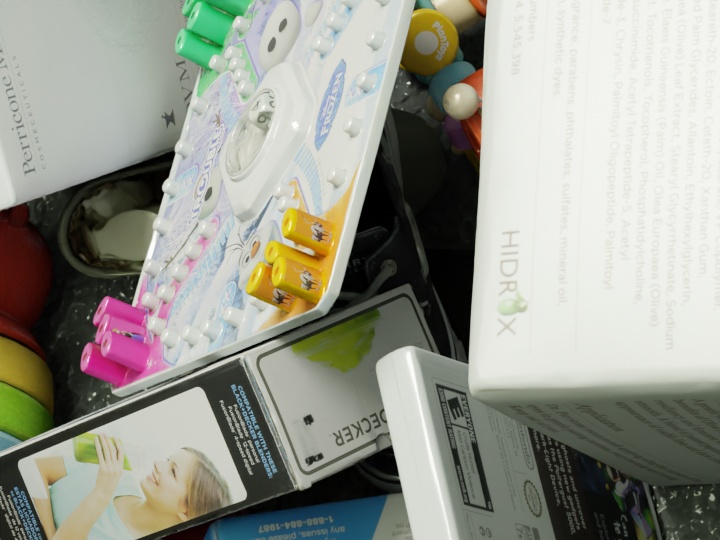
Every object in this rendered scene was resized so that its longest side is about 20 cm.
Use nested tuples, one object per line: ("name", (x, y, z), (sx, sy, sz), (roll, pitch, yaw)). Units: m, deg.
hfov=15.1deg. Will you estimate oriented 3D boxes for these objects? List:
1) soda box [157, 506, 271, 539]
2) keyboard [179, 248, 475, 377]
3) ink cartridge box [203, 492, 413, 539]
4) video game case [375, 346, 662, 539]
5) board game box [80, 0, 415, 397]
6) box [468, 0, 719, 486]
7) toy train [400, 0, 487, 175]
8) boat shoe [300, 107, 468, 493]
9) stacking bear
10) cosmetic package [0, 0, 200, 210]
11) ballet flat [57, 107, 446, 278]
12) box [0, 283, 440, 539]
("soda box", (-0.045, 0.211, 1.214), (0.063, 0.070, 0.200), (-19, 67, 26))
("keyboard", (0.013, 0.043, 1.250), (0.199, 0.040, 0.104), (2, 80, 17))
("ink cartridge box", (0.020, 0.199, 1.134), (0.146, 0.086, 0.200), (-7, 69, -15))
("video game case", (0.082, 0.140, 1.099), (0.023, 0.182, 0.200), (-25, 65, 28))
("board game box", (-0.046, -0.058, 1.151), (0.200, 0.026, 0.200), (-23, 48, 57))
("box", (0.162, -0.026, 1.092), (0.171, 0.199, 0.201), (-3, 74, 27))
("toy train", (0.049, -0.096, 1.211), (0.056, 0.150, 0.200), (-31, 58, 0))
("boat shoe", (0.000, 0.000, 1.203), (0.072, 0.068, 0.201), (-12, 78, 11))
("stacking bear", (-0.201, 0.060, 1.324), (0.121, 0.113, 0.200), (138, 145, -62))
("cosmetic package", (-0.176, -0.133, 1.265), (0.123, 0.200, 0.200), (-12, 97, 32))
("ballet flat", (-0.055, -0.029, 1.288), (0.200, 0.064, 0.068), (-11, 100, 27))
("box", (-0.068, 0.074, 1.167), (0.200, 0.117, 0.060), (-22, 90, 42))
